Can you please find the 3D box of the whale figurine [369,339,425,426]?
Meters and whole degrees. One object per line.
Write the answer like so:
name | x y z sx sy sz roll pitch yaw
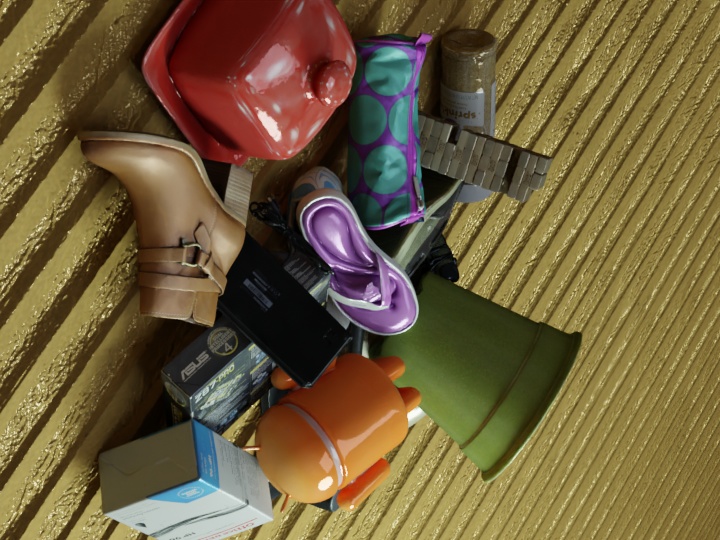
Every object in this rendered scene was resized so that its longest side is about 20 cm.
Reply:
whale figurine | 0.015 0.156 1.723 0.199 0.104 0.159 -35 177 -9

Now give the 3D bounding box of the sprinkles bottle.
sprinkles bottle | 0.127 -0.181 1.682 0.068 0.068 0.202 -34 136 -39

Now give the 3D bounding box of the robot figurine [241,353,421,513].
robot figurine | -0.030 0.164 1.501 0.199 0.116 0.145 -35 140 -29

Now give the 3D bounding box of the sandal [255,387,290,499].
sandal | -0.081 0.174 1.633 0.076 0.043 0.202 -19 126 -49

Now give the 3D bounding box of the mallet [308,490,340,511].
mallet | -0.045 0.199 1.611 0.041 0.065 0.201 -50 157 -40

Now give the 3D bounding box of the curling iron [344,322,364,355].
curling iron | -0.007 0.131 1.602 0.049 0.025 0.202 -13 110 -44

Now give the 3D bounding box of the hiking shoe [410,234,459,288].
hiking shoe | 0.082 -0.028 1.684 0.075 0.100 0.202 -24 129 -47

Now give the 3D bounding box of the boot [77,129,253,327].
boot | -0.186 -0.038 1.284 0.199 0.076 0.157 20 82 -52

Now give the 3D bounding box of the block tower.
block tower | 0.106 -0.131 1.559 0.058 0.198 0.055 -23 132 -75

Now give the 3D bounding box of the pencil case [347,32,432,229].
pencil case | 0.030 -0.147 1.501 0.085 0.092 0.203 -12 103 -54

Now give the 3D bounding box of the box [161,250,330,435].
box | -0.116 0.087 1.463 0.200 0.049 0.162 -43 164 -23

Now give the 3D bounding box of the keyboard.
keyboard | -0.087 0.007 1.391 0.127 0.200 0.021 -48 -173 -27

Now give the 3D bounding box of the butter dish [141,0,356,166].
butter dish | -0.072 -0.190 1.318 0.201 0.147 0.200 -55 147 -16

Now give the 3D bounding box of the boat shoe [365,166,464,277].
boat shoe | 0.061 -0.055 1.598 0.201 0.071 0.066 -54 144 -30

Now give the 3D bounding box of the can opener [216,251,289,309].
can opener | -0.131 0.018 1.432 0.199 0.067 0.053 -2 142 -51

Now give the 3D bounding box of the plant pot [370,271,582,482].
plant pot | 0.118 0.102 1.607 0.201 0.189 0.200 -56 -179 2

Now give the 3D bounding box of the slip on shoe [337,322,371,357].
slip on shoe | -0.007 0.048 1.635 0.060 0.076 0.202 -19 118 -39

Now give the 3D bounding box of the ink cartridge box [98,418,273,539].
ink cartridge box | -0.167 0.230 1.470 0.200 0.115 0.068 43 30 -56

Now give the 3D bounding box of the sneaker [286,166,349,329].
sneaker | -0.048 -0.012 1.532 0.073 0.071 0.202 -47 139 -51

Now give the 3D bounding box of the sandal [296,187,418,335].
sandal | -0.006 0.004 1.479 0.082 0.050 0.203 -31 122 10
